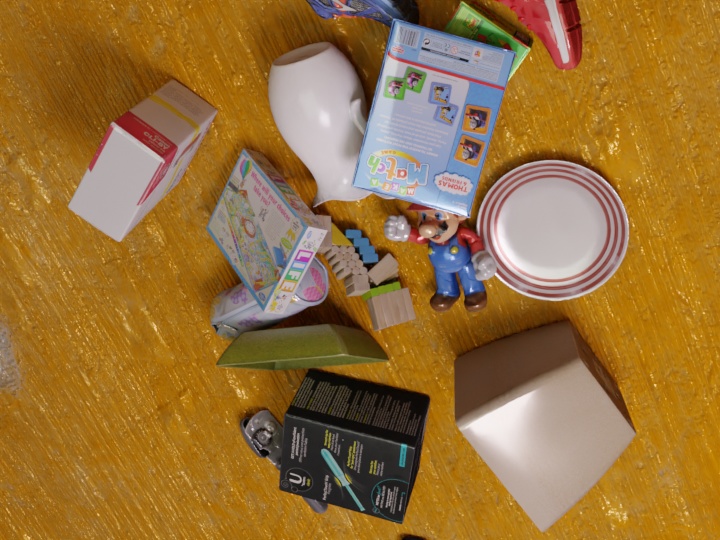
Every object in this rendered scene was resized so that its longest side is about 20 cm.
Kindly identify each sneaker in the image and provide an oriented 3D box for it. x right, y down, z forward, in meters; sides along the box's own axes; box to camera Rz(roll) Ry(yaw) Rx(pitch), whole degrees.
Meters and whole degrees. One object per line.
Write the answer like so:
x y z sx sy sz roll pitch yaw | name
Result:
0.185 -0.323 1.069 0.115 0.078 0.202 -14 99 31 | sneaker
-0.017 -0.342 1.116 0.199 0.075 0.079 31 129 9 | sneaker

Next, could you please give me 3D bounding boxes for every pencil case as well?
-0.134 0.039 1.292 0.199 0.090 0.084 -27 79 41 | pencil case

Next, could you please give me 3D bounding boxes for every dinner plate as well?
0.254 -0.053 1.200 0.198 0.024 0.202 6 116 13 | dinner plate

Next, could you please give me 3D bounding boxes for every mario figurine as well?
0.105 -0.028 1.205 0.122 0.106 0.202 -20 117 -2 | mario figurine

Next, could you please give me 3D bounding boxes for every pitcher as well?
-0.026 -0.182 1.150 0.170 0.121 0.202 5 125 42 | pitcher

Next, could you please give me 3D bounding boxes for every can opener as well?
-0.121 0.313 1.483 0.201 0.053 0.067 52 150 -12 | can opener

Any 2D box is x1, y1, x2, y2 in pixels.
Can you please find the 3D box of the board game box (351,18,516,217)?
0.085 -0.180 1.079 0.150 0.037 0.202 14 102 -4 | board game box

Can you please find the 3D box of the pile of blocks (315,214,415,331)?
0.000 0.000 1.288 0.201 0.082 0.062 52 161 -2 | pile of blocks

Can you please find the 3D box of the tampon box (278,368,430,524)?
-0.009 0.263 1.372 0.198 0.126 0.151 13 119 10 | tampon box

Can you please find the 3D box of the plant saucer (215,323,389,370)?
-0.079 0.111 1.305 0.197 0.200 0.048 -6 81 19 | plant saucer

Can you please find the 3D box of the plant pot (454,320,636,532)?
0.255 0.187 1.232 0.176 0.200 0.200 -36 102 16 | plant pot

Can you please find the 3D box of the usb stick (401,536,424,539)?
0.085 0.534 1.533 0.055 0.033 0.202 10 118 10 | usb stick

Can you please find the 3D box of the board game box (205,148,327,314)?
-0.132 -0.055 1.219 0.200 0.034 0.135 50 119 41 | board game box

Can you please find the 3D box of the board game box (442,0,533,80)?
0.118 -0.229 1.138 0.101 0.048 0.201 33 120 -2 | board game box

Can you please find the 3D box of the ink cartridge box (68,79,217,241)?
-0.284 -0.152 1.205 0.083 0.200 0.146 33 120 -6 | ink cartridge box
